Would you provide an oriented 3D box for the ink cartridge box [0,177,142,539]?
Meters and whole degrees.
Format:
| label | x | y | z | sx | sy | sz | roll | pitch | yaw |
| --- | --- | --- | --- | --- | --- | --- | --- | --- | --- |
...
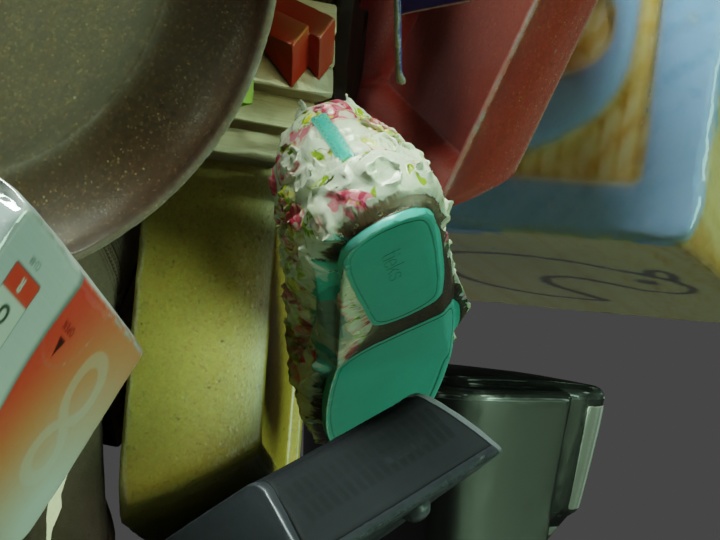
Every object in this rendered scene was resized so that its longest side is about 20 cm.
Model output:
| label | x | y | z | sx | sy | sz | roll | pitch | yaw |
| --- | --- | --- | --- | --- | --- | --- | --- | --- | --- |
| ink cartridge box | -0.147 | 0.076 | 0.870 | 0.201 | 0.050 | 0.162 | -62 | 166 | -11 |

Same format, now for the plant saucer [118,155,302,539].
| label | x | y | z | sx | sy | sz | roll | pitch | yaw |
| --- | --- | --- | --- | --- | --- | --- | --- | --- | --- |
| plant saucer | -0.049 | 0.010 | 1.127 | 0.200 | 0.048 | 0.202 | 70 | 23 | -77 |

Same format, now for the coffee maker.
| label | x | y | z | sx | sy | sz | roll | pitch | yaw |
| --- | --- | --- | --- | --- | --- | --- | --- | --- | --- |
| coffee maker | 0.029 | 0.144 | 1.317 | 0.192 | 0.134 | 0.202 | -2 | 96 | -67 |

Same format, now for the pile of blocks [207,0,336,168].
| label | x | y | z | sx | sy | sz | roll | pitch | yaw |
| --- | --- | --- | --- | --- | --- | --- | --- | --- | --- |
| pile of blocks | -0.078 | -0.102 | 0.991 | 0.200 | 0.062 | 0.083 | 36 | 62 | -30 |

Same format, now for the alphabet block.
| label | x | y | z | sx | sy | sz | roll | pitch | yaw |
| --- | --- | --- | --- | --- | --- | --- | --- | --- | --- |
| alphabet block | 0.109 | -0.092 | 1.395 | 0.200 | 0.194 | 0.198 | 29 | 69 | -64 |

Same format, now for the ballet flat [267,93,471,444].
| label | x | y | z | sx | sy | sz | roll | pitch | yaw |
| --- | --- | --- | --- | --- | --- | --- | --- | --- | --- |
| ballet flat | 0.000 | 0.000 | 1.065 | 0.064 | 0.075 | 0.200 | 59 | -17 | 24 |

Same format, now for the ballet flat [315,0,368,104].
| label | x | y | z | sx | sy | sz | roll | pitch | yaw |
| --- | --- | --- | --- | --- | --- | --- | --- | --- | --- |
| ballet flat | -0.015 | -0.167 | 1.277 | 0.067 | 0.046 | 0.202 | 55 | 40 | -74 |

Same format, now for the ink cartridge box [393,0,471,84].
| label | x | y | z | sx | sy | sz | roll | pitch | yaw |
| --- | --- | --- | --- | --- | --- | --- | --- | --- | --- |
| ink cartridge box | 0.030 | -0.211 | 1.149 | 0.197 | 0.043 | 0.201 | 89 | -1 | -46 |

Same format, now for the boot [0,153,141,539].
| label | x | y | z | sx | sy | sz | roll | pitch | yaw |
| --- | --- | --- | --- | --- | --- | --- | --- | --- | --- |
| boot | -0.128 | 0.030 | 1.010 | 0.201 | 0.070 | 0.147 | -67 | 149 | -48 |

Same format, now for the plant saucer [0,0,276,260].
| label | x | y | z | sx | sy | sz | roll | pitch | yaw |
| --- | --- | --- | --- | --- | --- | --- | --- | --- | --- |
| plant saucer | -0.122 | -0.092 | 0.921 | 0.199 | 0.037 | 0.202 | -13 | 121 | -23 |

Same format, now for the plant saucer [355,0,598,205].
| label | x | y | z | sx | sy | sz | roll | pitch | yaw |
| --- | --- | --- | --- | --- | --- | --- | --- | --- | --- |
| plant saucer | 0.060 | -0.135 | 1.229 | 0.201 | 0.037 | 0.200 | -65 | -159 | 11 |

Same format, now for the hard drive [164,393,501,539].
| label | x | y | z | sx | sy | sz | roll | pitch | yaw |
| --- | --- | --- | --- | --- | --- | --- | --- | --- | --- |
| hard drive | -0.052 | 0.115 | 1.053 | 0.135 | 0.200 | 0.042 | -26 | 80 | -50 |
